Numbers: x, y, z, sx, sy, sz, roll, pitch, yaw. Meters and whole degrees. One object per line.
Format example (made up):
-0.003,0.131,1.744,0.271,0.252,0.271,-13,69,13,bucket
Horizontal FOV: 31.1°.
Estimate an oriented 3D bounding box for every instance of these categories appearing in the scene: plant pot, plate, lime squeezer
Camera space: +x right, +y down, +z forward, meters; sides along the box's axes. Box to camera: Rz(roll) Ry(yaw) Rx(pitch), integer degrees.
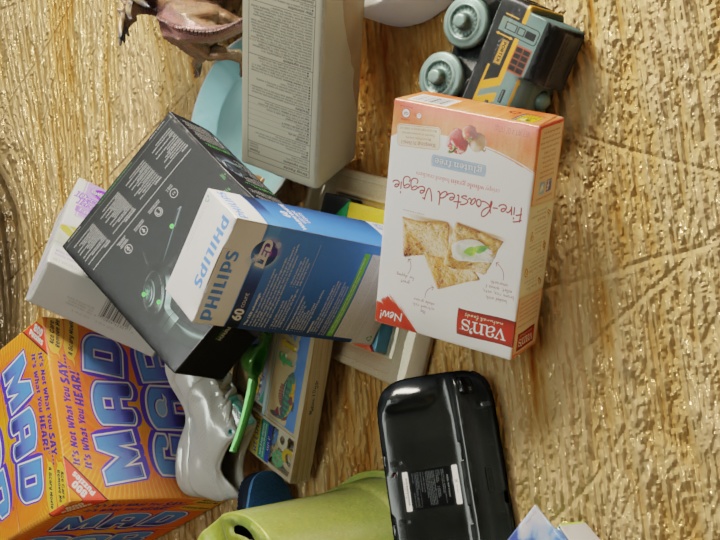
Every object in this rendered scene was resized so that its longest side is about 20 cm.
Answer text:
-0.045,0.279,1.146,0.200,0.184,0.201,-8,79,45,plant pot
-0.118,-0.157,1.405,0.200,0.026,0.201,-10,76,45,plate
-0.121,0.074,1.278,0.038,0.070,0.201,98,156,-78,lime squeezer

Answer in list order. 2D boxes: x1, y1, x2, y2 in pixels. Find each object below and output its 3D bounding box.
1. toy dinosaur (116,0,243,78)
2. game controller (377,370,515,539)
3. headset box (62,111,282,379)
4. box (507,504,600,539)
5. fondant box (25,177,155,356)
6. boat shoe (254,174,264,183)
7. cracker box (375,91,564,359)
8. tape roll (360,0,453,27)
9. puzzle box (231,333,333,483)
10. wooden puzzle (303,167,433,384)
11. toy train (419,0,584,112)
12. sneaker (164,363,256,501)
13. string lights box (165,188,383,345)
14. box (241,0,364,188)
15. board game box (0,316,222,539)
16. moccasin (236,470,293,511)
-0.191,-0.264,1.383,0.200,0.135,0.086,20,91,53,toy dinosaur
0.075,0.186,1.112,0.104,0.042,0.201,-11,73,12,game controller
-0.154,-0.017,1.240,0.200,0.093,0.174,43,100,24,headset box
0.177,0.293,1.004,0.200,0.048,0.122,50,119,34,box
-0.264,-0.007,1.391,0.058,0.144,0.200,-57,17,23,fondant box
-0.130,-0.005,1.365,0.076,0.074,0.201,-74,4,-68,boat shoe
0.089,-0.039,1.087,0.134,0.058,0.201,14,111,28,cracker box
0.034,-0.340,1.241,0.202,0.071,0.203,-10,76,45,tape roll
-0.082,0.095,1.300,0.133,0.025,0.201,28,114,49,puzzle box
0.000,0.000,1.249,0.200,0.037,0.186,18,97,46,wooden puzzle
0.112,-0.152,1.128,0.114,0.085,0.201,33,108,34,toy train
-0.143,0.135,1.317,0.088,0.075,0.201,2,99,41,sneaker
-0.058,0.000,1.139,0.059,0.200,0.103,45,116,45,string lights box
-0.056,-0.190,1.234,0.095,0.078,0.201,22,128,22,box
-0.296,0.187,1.411,0.200,0.200,0.200,-33,62,38,board game box
-0.102,0.301,1.279,0.068,0.080,0.201,-22,68,47,moccasin
